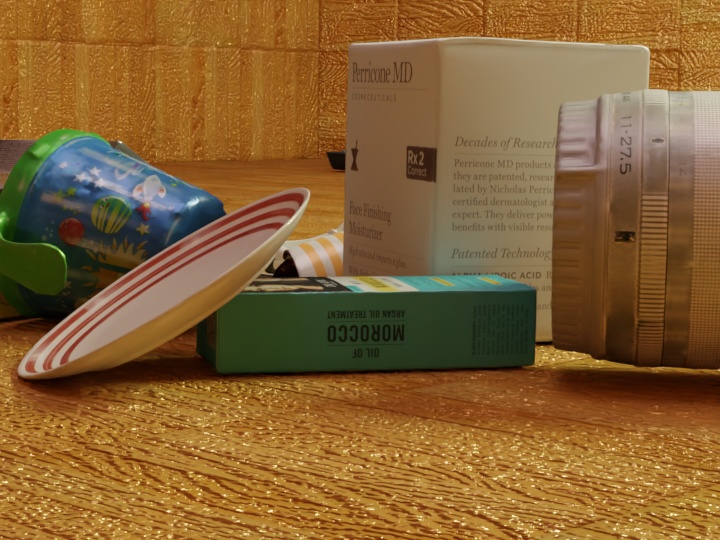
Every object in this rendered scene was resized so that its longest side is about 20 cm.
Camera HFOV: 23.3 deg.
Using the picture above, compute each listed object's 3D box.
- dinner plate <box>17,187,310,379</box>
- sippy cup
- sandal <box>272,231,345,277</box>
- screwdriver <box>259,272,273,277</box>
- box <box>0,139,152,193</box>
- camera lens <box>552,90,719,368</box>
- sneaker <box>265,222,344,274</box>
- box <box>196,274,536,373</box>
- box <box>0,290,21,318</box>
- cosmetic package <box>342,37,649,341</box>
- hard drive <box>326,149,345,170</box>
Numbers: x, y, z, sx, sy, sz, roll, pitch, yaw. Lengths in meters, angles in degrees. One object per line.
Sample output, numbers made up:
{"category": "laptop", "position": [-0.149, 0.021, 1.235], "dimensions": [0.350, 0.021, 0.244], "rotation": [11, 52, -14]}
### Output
{"category": "dinner plate", "position": [-0.111, 0.013, 1.019], "dimensions": [0.199, 0.024, 0.200], "rotation": [-29, 14, 8]}
{"category": "sippy cup", "position": [-0.165, -0.019, 1.212], "dimensions": [0.129, 0.140, 0.178], "rotation": [15, 53, 26]}
{"category": "sandal", "position": [-0.003, -0.001, 1.328], "dimensions": [0.205, 0.060, 0.079], "rotation": [-2, 7, -27]}
{"category": "screwdriver", "position": [-0.092, 0.005, 1.437], "dimensions": [0.199, 0.028, 0.029], "rotation": [8, -20, 38]}
{"category": "box", "position": [-0.216, -0.046, 1.412], "dimensions": [0.199, 0.049, 0.158], "rotation": [5, -25, 41]}
{"category": "camera lens", "position": [0.214, -0.023, 1.015], "dimensions": [0.198, 0.162, 0.160], "rotation": [1, 6, 9]}
{"category": "sneaker", "position": [0.015, -0.045, 1.481], "dimensions": [0.199, 0.116, 0.076], "rotation": [0, 6, -2]}
{"category": "box", "position": [0.002, 0.031, 1.074], "dimensions": [0.198, 0.050, 0.082], "rotation": [0, 6, -14]}
{"category": "box", "position": [-0.268, 0.005, 1.307], "dimensions": [0.117, 0.049, 0.199], "rotation": [5, 9, 33]}
{"category": "cosmetic package", "position": [0.091, -0.059, 1.222], "dimensions": [0.164, 0.202, 0.165], "rotation": [-2, 6, -22]}
{"category": "hard drive", "position": [0.044, -0.221, 3.505], "dimensions": [0.199, 0.043, 0.134], "rotation": [-4, 8, -39]}
